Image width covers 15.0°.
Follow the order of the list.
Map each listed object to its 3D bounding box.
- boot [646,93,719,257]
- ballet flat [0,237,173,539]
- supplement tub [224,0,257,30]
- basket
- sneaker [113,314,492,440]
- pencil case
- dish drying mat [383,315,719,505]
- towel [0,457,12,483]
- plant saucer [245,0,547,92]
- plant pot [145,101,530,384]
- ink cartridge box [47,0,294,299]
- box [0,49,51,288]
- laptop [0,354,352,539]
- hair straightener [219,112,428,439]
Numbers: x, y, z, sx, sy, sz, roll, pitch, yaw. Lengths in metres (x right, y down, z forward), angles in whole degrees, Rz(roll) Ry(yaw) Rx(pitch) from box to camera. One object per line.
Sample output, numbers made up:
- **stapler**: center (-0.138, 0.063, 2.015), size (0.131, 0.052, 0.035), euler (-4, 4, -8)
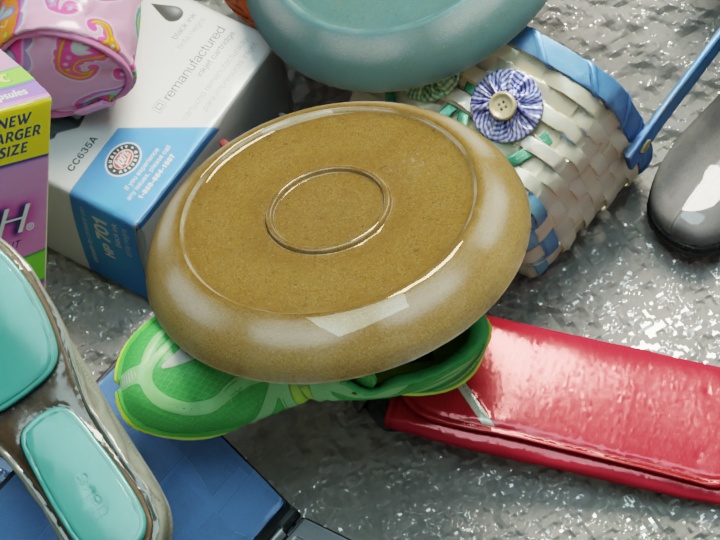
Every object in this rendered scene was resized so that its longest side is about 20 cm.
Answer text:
- **boot**: center (0.222, -0.111, 1.495), size (0.070, 0.132, 0.200), euler (30, 67, 20)
- **ballet flat**: center (-0.158, 0.070, 1.368), size (0.067, 0.064, 0.200), euler (-32, 76, 0)
- **supplement tub**: center (0.005, -0.226, 1.586), size (0.122, 0.123, 0.200), euler (22, 77, 19)
- **basket**: center (0.095, -0.112, 1.507), size (0.176, 0.139, 0.200), euler (27, 75, 21)
- **sneaker**: center (-0.028, 0.036, 1.385), size (0.200, 0.084, 0.074), euler (-10, 79, -15)
- **pencil case**: center (-0.154, -0.182, 1.517), size (0.087, 0.088, 0.200), euler (-1, 56, 7)
- **dish drying mat**: center (0.117, 0.070, 1.445), size (0.199, 0.018, 0.077), euler (12, 63, 4)
- **towel**: center (-0.229, 0.141, 1.445), size (0.200, 0.049, 0.112), euler (21, 64, 18)
- **plant saucer**: center (0.022, -0.191, 1.474), size (0.200, 0.027, 0.201), euler (-9, 64, 20)
- **plant pot**: center (-0.014, -0.023, 1.383), size (0.200, 0.028, 0.200), euler (-8, 42, 7)
- **ink cartridge box**: center (-0.161, -0.095, 1.561), size (0.200, 0.086, 0.147), euler (27, 65, 19)
- **box**: center (-0.259, -0.006, 1.411), size (0.176, 0.200, 0.097), euler (-16, 38, -32)
- **laptop**: center (-0.088, 0.168, 1.364), size (0.200, 0.116, 0.187), euler (22, 61, 41)
- **hair straightener**: center (0.000, 0.000, 1.484), size (0.077, 0.041, 0.200), euler (-28, 75, -5)
